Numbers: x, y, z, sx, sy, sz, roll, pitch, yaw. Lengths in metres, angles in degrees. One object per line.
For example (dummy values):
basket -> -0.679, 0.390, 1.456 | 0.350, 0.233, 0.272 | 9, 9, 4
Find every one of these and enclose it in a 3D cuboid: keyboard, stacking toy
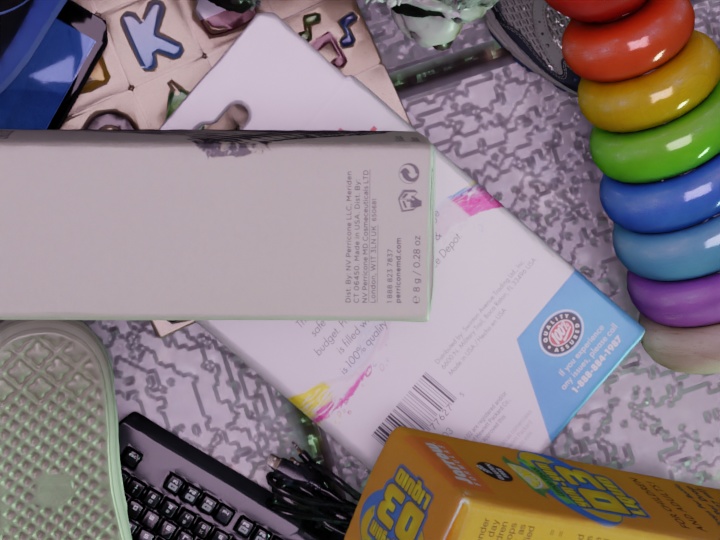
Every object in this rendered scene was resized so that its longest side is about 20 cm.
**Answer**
keyboard -> -0.029, 0.127, 1.180 | 0.200, 0.040, 0.104 | 31, 90, -5
stacking toy -> 0.117, -0.062, 1.133 | 0.085, 0.085, 0.200 | -27, 112, -3

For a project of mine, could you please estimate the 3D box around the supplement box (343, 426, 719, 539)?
supplement box -> 0.095, 0.117, 1.129 | 0.200, 0.067, 0.069 | 10, 108, -32

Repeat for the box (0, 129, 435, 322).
box -> -0.073, -0.018, 1.077 | 0.199, 0.082, 0.069 | 1, 96, -4

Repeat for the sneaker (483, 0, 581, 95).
sneaker -> 0.068, -0.156, 1.154 | 0.077, 0.085, 0.200 | -29, 94, -3

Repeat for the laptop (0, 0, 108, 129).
laptop -> -0.224, -0.051, 1.124 | 0.177, 0.200, 0.103 | 30, 134, -3

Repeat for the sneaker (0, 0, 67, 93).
sneaker -> -0.135, -0.131, 1.060 | 0.078, 0.200, 0.070 | 31, 45, -15

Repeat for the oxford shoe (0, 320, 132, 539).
oxford shoe -> -0.127, 0.098, 1.151 | 0.075, 0.058, 0.200 | -2, 117, -10

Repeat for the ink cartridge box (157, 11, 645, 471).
ink cartridge box -> 0.000, 0.000, 1.157 | 0.200, 0.068, 0.115 | 41, 91, -7

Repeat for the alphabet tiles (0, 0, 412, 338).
alphabet tiles -> -0.080, -0.082, 1.186 | 0.166, 0.006, 0.200 | -25, 94, -2

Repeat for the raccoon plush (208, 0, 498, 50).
raccoon plush -> -0.013, -0.166, 1.052 | 0.200, 0.134, 0.097 | 58, 46, -38
